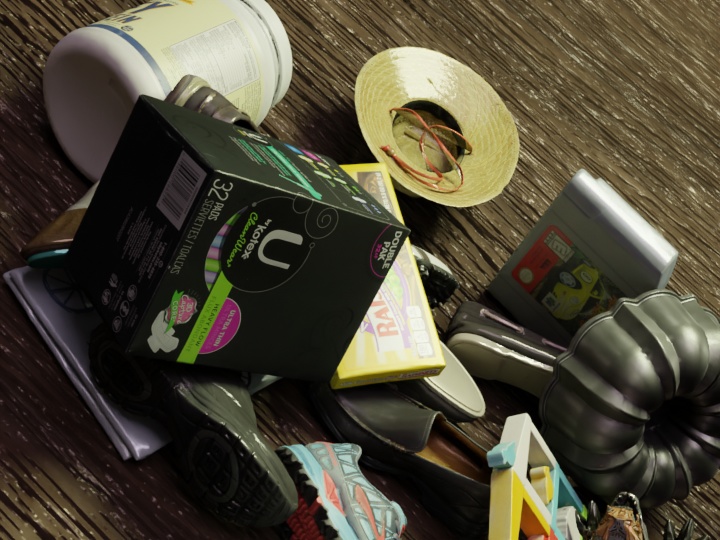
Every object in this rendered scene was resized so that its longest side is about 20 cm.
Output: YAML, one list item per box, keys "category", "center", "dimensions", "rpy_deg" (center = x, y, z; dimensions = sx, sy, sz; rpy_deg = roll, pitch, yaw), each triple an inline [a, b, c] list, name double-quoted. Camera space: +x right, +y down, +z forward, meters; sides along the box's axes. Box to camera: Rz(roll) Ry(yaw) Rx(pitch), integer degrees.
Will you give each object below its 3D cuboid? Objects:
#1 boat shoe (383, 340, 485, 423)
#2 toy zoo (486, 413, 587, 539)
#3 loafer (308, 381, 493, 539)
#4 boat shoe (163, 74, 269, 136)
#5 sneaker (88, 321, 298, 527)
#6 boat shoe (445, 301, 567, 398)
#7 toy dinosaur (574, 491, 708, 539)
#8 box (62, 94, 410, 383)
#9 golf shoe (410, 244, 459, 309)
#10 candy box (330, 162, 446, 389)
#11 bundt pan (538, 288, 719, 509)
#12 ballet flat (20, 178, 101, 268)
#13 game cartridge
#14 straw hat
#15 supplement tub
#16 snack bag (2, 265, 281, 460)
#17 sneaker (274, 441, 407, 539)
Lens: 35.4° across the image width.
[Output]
- category: "boat shoe"
  center: [0.022, 0.074, 1.002]
  dimensions: [0.199, 0.057, 0.067]
  rpy_deg: [39, 31, -3]
- category: "toy zoo"
  center: [0.146, 0.210, 0.900]
  dimensions: [0.201, 0.020, 0.132]
  rpy_deg: [55, 33, -32]
- category: "loafer"
  center: [0.048, 0.136, 0.942]
  dimensions: [0.199, 0.073, 0.073]
  rpy_deg: [35, 44, 0]
- category: "boat shoe"
  center: [-0.107, -0.088, 0.951]
  dimensions: [0.073, 0.200, 0.075]
  rpy_deg: [31, 84, 20]
- category: "sneaker"
  center: [-0.111, 0.102, 0.850]
  dimensions: [0.200, 0.076, 0.091]
  rpy_deg: [49, 35, 5]
- category: "boat shoe"
  center: [0.173, 0.087, 1.055]
  dimensions: [0.197, 0.067, 0.058]
  rpy_deg: [24, 51, -7]
- category: "toy dinosaur"
  center: [0.196, 0.251, 0.865]
  dimensions: [0.101, 0.202, 0.136]
  rpy_deg: [24, 35, 11]
- category: "box"
  center: [-0.090, -0.018, 0.847]
  dimensions: [0.198, 0.150, 0.124]
  rpy_deg: [14, 22, -46]
- category: "golf shoe"
  center: [0.003, -0.027, 1.049]
  dimensions: [0.197, 0.078, 0.096]
  rpy_deg: [19, 46, -19]
- category: "candy box"
  center: [0.000, 0.000, 0.968]
  dimensions: [0.100, 0.026, 0.203]
  rpy_deg: [-6, 64, -22]
- category: "bundt pan"
  center: [0.258, 0.124, 0.984]
  dimensions: [0.199, 0.205, 0.076]
  rpy_deg: [9, 21, -25]
- category: "ballet flat"
  center: [-0.179, -0.037, 0.912]
  dimensions: [0.197, 0.067, 0.074]
  rpy_deg: [1, 79, -34]
- category: "game cartridge"
  center: [0.206, 0.010, 1.056]
  dimensions: [0.133, 0.201, 0.041]
  rpy_deg: [42, 55, 9]
- category: "straw hat"
  center: [0.062, -0.126, 1.163]
  dimensions: [0.198, 0.085, 0.204]
  rpy_deg: [13, 53, -18]
- category: "supplement tub"
  center: [-0.167, -0.169, 1.014]
  dimensions: [0.145, 0.146, 0.200]
  rpy_deg: [44, 44, 9]
- category: "snack bag"
  center: [-0.163, 0.041, 0.930]
  dimensions: [0.199, 0.021, 0.189]
  rpy_deg: [-26, 71, -43]
- category: "sneaker"
  center: [0.008, 0.211, 0.852]
  dimensions: [0.094, 0.080, 0.202]
  rpy_deg: [-8, 59, -38]
